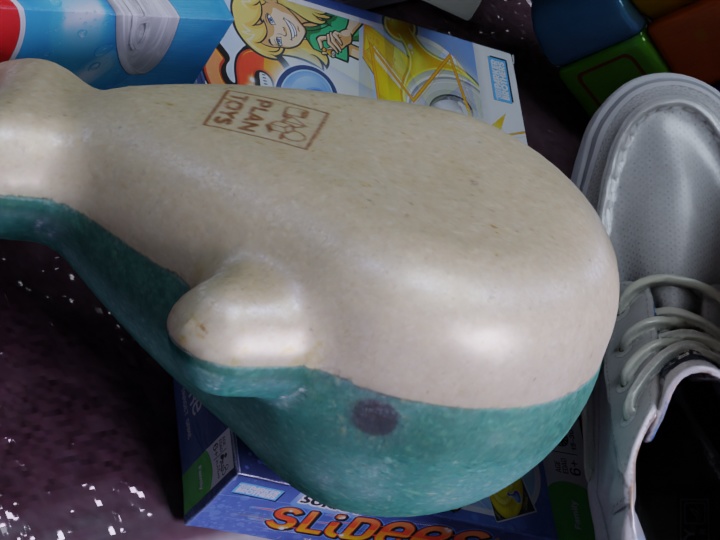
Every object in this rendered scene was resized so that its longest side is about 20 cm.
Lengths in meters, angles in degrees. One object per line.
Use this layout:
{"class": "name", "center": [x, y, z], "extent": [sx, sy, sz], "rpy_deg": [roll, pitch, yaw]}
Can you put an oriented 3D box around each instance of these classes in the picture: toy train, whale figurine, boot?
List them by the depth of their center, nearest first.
{"class": "whale figurine", "center": [-0.029, 0.004, 0.826], "extent": [0.200, 0.104, 0.159], "rpy_deg": [17, 27, 3]}
{"class": "boot", "center": [0.100, 0.030, 0.845], "extent": [0.074, 0.096, 0.200], "rpy_deg": [-4, 79, -1]}
{"class": "toy train", "center": [0.140, -0.111, 0.991], "extent": [0.116, 0.200, 0.085], "rpy_deg": [49, 47, -20]}

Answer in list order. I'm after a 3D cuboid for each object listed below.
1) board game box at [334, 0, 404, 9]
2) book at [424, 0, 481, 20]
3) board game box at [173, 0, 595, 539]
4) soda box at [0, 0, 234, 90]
{"class": "board game box", "center": [0.027, -0.168, 1.087], "extent": [0.200, 0.035, 0.126], "rpy_deg": [-17, 68, -44]}
{"class": "book", "center": [-0.001, -0.183, 1.019], "extent": [0.134, 0.048, 0.200], "rpy_deg": [22, 43, -7]}
{"class": "board game box", "center": [0.000, 0.000, 0.933], "extent": [0.135, 0.034, 0.200], "rpy_deg": [13, 51, -30]}
{"class": "soda box", "center": [-0.142, -0.081, 0.860], "extent": [0.200, 0.064, 0.068], "rpy_deg": [-2, 51, -38]}
